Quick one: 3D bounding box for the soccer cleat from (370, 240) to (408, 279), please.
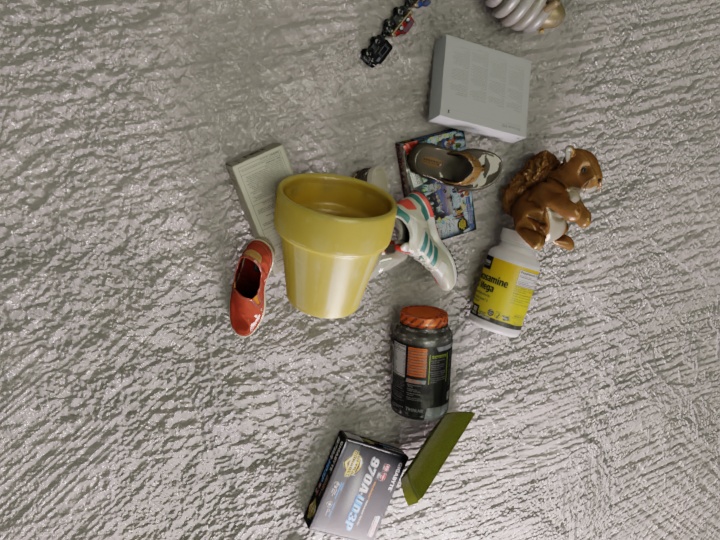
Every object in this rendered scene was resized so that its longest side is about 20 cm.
[{"bbox_3d":[0.000,0.000,1.294,0.195,0.069,0.080,-16,113,-10],"label":"soccer cleat"}]

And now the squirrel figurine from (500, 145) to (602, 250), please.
[{"bbox_3d":[0.372,-0.164,1.327,0.139,0.201,0.190,4,124,-36],"label":"squirrel figurine"}]

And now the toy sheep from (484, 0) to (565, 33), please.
[{"bbox_3d":[0.296,-0.515,1.255,0.197,0.138,0.140,32,90,-14],"label":"toy sheep"}]

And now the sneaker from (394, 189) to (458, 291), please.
[{"bbox_3d":[0.109,-0.041,1.273,0.092,0.070,0.204,-30,108,-22],"label":"sneaker"}]

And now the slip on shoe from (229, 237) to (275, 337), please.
[{"bbox_3d":[-0.198,0.037,1.191,0.073,0.061,0.203,26,124,9],"label":"slip on shoe"}]

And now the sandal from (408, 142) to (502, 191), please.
[{"bbox_3d":[0.185,-0.197,1.280,0.195,0.054,0.084,10,99,-23],"label":"sandal"}]

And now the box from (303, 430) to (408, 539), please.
[{"bbox_3d":[-0.009,0.447,1.400,0.156,0.046,0.204,23,93,-25],"label":"box"}]

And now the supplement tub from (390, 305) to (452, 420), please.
[{"bbox_3d":[0.121,0.180,1.349,0.119,0.122,0.206,-2,103,-21],"label":"supplement tub"}]

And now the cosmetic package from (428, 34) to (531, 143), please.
[{"bbox_3d":[0.228,-0.340,1.292,0.195,0.051,0.155,9,81,-23],"label":"cosmetic package"}]

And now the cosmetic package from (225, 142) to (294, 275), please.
[{"bbox_3d":[-0.152,-0.110,1.201,0.102,0.073,0.204,-24,110,-15],"label":"cosmetic package"}]

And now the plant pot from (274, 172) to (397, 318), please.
[{"bbox_3d":[-0.049,-0.037,1.126,0.195,0.201,0.194,-1,118,-21],"label":"plant pot"}]

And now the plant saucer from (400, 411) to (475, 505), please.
[{"bbox_3d":[0.143,0.370,1.371,0.047,0.200,0.202,33,72,10],"label":"plant saucer"}]

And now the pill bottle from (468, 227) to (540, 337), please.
[{"bbox_3d":[0.300,0.022,1.389,0.110,0.112,0.205,14,96,-23],"label":"pill bottle"}]

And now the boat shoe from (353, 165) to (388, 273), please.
[{"bbox_3d":[0.006,-0.089,1.247,0.071,0.058,0.206,16,77,-50],"label":"boat shoe"}]

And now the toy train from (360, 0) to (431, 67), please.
[{"bbox_3d":[0.073,-0.450,1.233,0.046,0.034,0.202,38,87,-28],"label":"toy train"}]

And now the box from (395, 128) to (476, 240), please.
[{"bbox_3d":[0.149,-0.162,1.327,0.134,0.040,0.205,-17,108,-16],"label":"box"}]
